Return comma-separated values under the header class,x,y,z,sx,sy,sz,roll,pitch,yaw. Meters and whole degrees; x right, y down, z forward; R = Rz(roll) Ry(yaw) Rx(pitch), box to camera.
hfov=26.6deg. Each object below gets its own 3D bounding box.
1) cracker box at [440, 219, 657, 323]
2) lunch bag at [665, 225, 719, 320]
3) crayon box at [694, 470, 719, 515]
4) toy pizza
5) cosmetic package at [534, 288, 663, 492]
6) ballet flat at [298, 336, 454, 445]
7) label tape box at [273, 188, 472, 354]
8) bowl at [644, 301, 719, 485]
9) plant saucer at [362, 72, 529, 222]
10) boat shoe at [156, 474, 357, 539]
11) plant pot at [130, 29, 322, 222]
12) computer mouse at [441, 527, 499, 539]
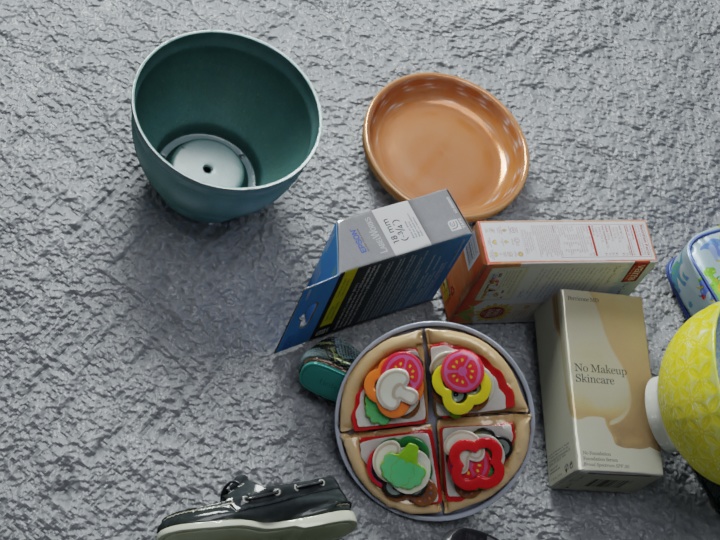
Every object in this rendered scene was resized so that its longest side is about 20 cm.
class,x,y,z,sx,sy,sz,roll,pitch,yaw
cracker box,0.200,0.002,1.643,0.199,0.134,0.058,0,60,-18
lunch bag,0.461,0.016,1.748,0.199,0.083,0.161,-16,67,-25
crayon box,0.462,0.203,1.656,0.199,0.051,0.127,-16,66,-26
toy pizza,0.073,0.151,1.504,0.199,0.032,0.202,0,95,4
cosmetic package,0.249,0.127,1.605,0.105,0.071,0.201,4,66,-19
ballet flat,0.033,0.128,1.559,0.199,0.074,0.074,33,56,-1
label tape box,0.000,0.000,1.574,0.199,0.144,0.064,-17,66,-26
bowl,0.356,0.136,1.558,0.200,0.107,0.201,31,51,-47
plant saucer,0.095,-0.137,1.753,0.199,0.038,0.201,8,59,-13
boat shoe,-0.102,0.226,1.450,0.198,0.075,0.066,-4,59,-20
plant pot,-0.152,-0.134,1.614,0.199,0.134,0.201,8,58,-13
computer mouse,0.152,0.339,1.481,0.199,0.046,0.141,22,51,-18
